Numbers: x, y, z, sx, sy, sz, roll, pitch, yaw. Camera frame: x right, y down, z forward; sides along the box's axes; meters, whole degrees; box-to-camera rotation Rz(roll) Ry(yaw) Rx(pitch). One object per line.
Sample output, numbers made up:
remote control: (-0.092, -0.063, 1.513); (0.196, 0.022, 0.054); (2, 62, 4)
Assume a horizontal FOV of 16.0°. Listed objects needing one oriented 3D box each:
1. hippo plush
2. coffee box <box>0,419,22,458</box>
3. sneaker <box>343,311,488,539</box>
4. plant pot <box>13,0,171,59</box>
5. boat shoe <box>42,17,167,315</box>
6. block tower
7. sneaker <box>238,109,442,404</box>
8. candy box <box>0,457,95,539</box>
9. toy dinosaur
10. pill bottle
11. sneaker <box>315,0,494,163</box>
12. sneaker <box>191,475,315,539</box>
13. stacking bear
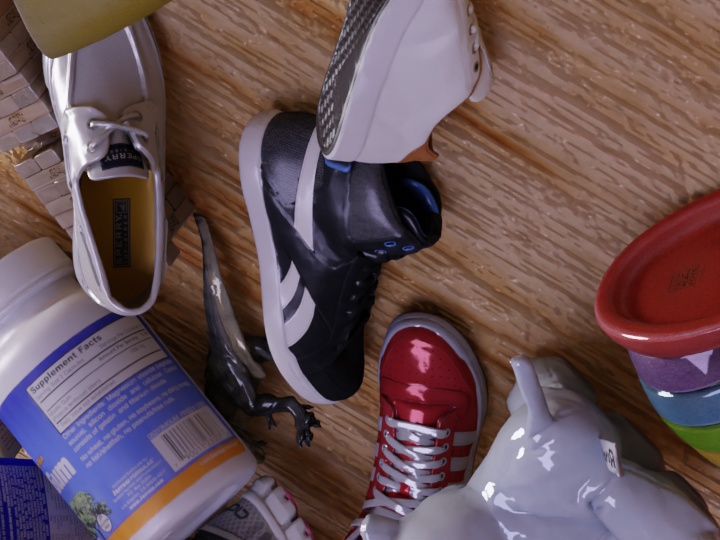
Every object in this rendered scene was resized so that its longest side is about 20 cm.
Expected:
hippo plush: (0.102, 0.155, 1.480); (0.159, 0.200, 0.161); (44, 97, 6)
coffee box: (-0.299, 0.030, 1.687); (0.114, 0.080, 0.201); (-5, 124, 30)
sneaker: (0.028, 0.129, 1.578); (0.071, 0.113, 0.201); (13, 131, 17)
plant pot: (-0.119, -0.225, 1.335); (0.141, 0.200, 0.201); (-14, 123, 4)
boat shoe: (-0.143, -0.071, 1.489); (0.071, 0.070, 0.201); (-5, 103, -16)
block tower: (-0.181, -0.085, 1.552); (0.054, 0.058, 0.200); (-21, 113, 37)
sneaker: (0.000, 0.000, 1.514); (0.111, 0.073, 0.201); (4, 126, 26)
candy box: (-0.248, 0.171, 1.699); (0.169, 0.200, 0.077); (-13, 77, 33)
toy dinosaur: (-0.065, 0.061, 1.620); (0.088, 0.047, 0.201); (15, 129, 24)
pill bottle: (-0.167, 0.081, 1.619); (0.200, 0.112, 0.112); (50, 134, 9)
sneaker: (0.041, -0.144, 1.397); (0.084, 0.073, 0.201); (7, 130, -18)
sneaker: (-0.047, 0.234, 1.625); (0.200, 0.087, 0.074); (61, 166, 13)
stacking bear: (0.226, 0.067, 1.436); (0.113, 0.122, 0.200); (-17, 124, 34)
